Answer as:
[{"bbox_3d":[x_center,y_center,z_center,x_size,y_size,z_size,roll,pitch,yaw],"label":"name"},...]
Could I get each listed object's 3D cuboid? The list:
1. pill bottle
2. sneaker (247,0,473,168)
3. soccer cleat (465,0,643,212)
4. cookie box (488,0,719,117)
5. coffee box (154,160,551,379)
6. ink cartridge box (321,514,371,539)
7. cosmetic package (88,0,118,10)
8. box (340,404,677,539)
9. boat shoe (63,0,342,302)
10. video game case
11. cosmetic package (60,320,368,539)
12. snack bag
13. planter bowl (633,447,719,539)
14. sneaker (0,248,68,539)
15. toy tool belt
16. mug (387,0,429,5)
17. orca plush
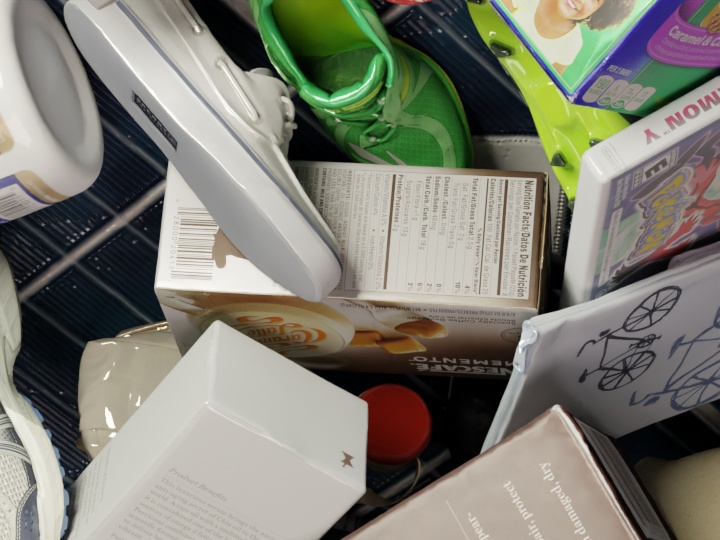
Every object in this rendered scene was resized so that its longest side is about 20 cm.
[{"bbox_3d":[-0.243,-0.063,1.535,0.199,0.116,0.116,-20,127,14],"label":"pill bottle"},{"bbox_3d":[-0.007,-0.099,1.531,0.074,0.084,0.200,-24,129,18],"label":"sneaker"},{"bbox_3d":[0.106,-0.121,1.533,0.067,0.081,0.200,-12,109,30],"label":"soccer cleat"},{"bbox_3d":[0.184,-0.166,1.416,0.200,0.075,0.171,-48,154,22],"label":"cookie box"},{"bbox_3d":[0.000,0.000,1.576,0.199,0.080,0.114,3,160,6],"label":"coffee box"},{"bbox_3d":[-0.029,0.216,1.752,0.199,0.145,0.084,15,128,-15],"label":"ink cartridge box"},{"bbox_3d":[-0.153,-0.231,1.402,0.090,0.107,0.200,-25,125,28],"label":"cosmetic package"},{"bbox_3d":[0.078,0.196,1.570,0.200,0.164,0.166,-33,165,8],"label":"box"},{"bbox_3d":[-0.065,-0.076,1.503,0.200,0.065,0.074,52,161,4],"label":"boat shoe"},{"bbox_3d":[0.186,-0.051,1.512,0.182,0.023,0.200,-30,159,-12],"label":"video game case"},{"bbox_3d":[-0.092,0.130,1.575,0.101,0.071,0.200,30,124,-20],"label":"cosmetic package"},{"bbox_3d":[0.151,0.044,1.608,0.200,0.021,0.189,-21,154,-21],"label":"snack bag"},{"bbox_3d":[0.206,0.183,1.719,0.134,0.200,0.201,19,132,18],"label":"planter bowl"},{"bbox_3d":[-0.219,0.082,1.575,0.085,0.201,0.077,-5,162,-40],"label":"sneaker"},{"bbox_3d":[-0.063,0.092,1.685,0.199,0.125,0.123,5,161,-2],"label":"toy tool belt"},{"bbox_3d":[0.003,-0.230,1.388,0.177,0.134,0.200,-14,136,38],"label":"mug"},{"bbox_3d":[0.095,0.083,1.692,0.105,0.071,0.200,12,128,-11],"label":"orca plush"}]
